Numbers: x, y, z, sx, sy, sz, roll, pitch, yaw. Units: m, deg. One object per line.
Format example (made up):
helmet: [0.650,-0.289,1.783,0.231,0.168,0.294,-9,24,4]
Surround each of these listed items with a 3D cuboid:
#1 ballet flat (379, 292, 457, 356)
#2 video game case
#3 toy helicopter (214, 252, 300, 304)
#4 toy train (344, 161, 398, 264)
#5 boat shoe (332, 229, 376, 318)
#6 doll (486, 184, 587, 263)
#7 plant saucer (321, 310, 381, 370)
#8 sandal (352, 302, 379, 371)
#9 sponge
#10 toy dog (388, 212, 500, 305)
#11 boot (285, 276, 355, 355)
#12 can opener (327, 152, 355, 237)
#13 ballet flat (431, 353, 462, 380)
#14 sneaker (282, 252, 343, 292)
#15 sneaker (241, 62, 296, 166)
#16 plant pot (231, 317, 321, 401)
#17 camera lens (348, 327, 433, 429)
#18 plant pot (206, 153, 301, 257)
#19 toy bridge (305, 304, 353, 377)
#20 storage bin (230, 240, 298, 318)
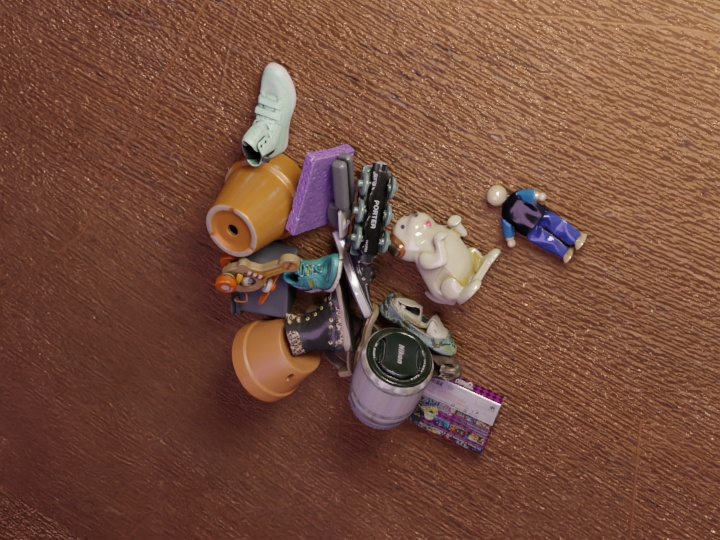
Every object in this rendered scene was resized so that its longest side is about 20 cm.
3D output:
ballet flat: [0.134,0.115,1.730,0.198,0.074,0.075,30,132,5]
video game case: [0.221,0.326,1.852,0.198,0.036,0.183,23,129,14]
toy helicopter: [-0.207,0.010,1.693,0.198,0.080,0.132,-16,140,29]
toy train: [0.017,-0.116,1.565,0.084,0.114,0.203,6,96,-16]
boat shoe: [0.000,0.000,1.701,0.065,0.070,0.203,-20,91,-4]
doll: [0.321,-0.092,1.487,0.199,0.049,0.137,36,131,2]
plant saucer: [-0.015,0.173,1.880,0.198,0.030,0.202,15,128,20]
sandal: [0.019,0.160,1.793,0.053,0.081,0.202,13,127,-8]
sponge: [-0.085,-0.166,1.620,0.030,0.111,0.201,45,136,25]
toy dog: [0.152,-0.037,1.583,0.200,0.140,0.194,41,151,-2]
boot: [-0.098,0.095,1.784,0.148,0.073,0.203,-10,98,11]
can opener: [-0.042,-0.150,1.603,0.066,0.053,0.202,19,139,16]
ballet flat: [0.146,0.214,1.764,0.199,0.046,0.068,7,98,53]
sneaker: [-0.100,0.007,1.684,0.079,0.079,0.199,17,159,-29]
sneaker: [-0.188,-0.304,1.574,0.073,0.118,0.202,19,129,18]
plant pot: [-0.189,0.198,1.882,0.139,0.201,0.201,-26,108,38]
camera lens: [0.064,0.236,1.714,0.159,0.161,0.201,28,140,8]
plant pot: [-0.230,-0.131,1.677,0.198,0.184,0.202,15,129,20]
toy bridge: [-0.057,0.168,1.862,0.067,0.027,0.202,-13,114,34]
storage bin: [-0.222,0.021,1.824,0.132,0.146,0.202,13,129,8]
